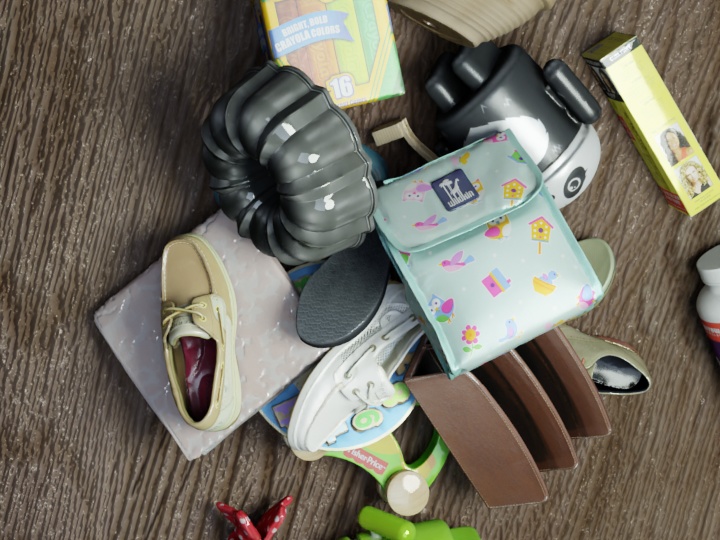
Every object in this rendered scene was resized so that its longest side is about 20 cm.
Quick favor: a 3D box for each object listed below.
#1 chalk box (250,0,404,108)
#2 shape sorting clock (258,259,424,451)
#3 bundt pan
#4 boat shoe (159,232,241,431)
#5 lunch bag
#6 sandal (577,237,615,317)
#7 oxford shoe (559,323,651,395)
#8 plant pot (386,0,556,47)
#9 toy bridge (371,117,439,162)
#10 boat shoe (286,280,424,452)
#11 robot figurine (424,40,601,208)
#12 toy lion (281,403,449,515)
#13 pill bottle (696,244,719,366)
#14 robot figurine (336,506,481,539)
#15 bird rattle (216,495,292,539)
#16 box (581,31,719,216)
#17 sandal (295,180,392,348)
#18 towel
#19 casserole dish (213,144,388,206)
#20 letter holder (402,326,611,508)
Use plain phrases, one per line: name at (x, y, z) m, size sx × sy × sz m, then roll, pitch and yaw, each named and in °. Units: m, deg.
chalk box at (-0.043, -0.263, 1.378) m, size 0.124 × 0.124 × 0.201 m, roll -15°, pitch 104°, yaw -6°
shape sorting clock at (-0.026, 0.087, 1.452) m, size 0.198 × 0.039 × 0.202 m, roll 1°, pitch 83°, yaw -5°
bundt pan at (-0.079, -0.092, 1.325) m, size 0.076 × 0.201 × 0.203 m, roll -33°, pitch 107°, yaw -32°
boat shoe at (-0.162, 0.060, 1.377) m, size 0.074 × 0.066 × 0.201 m, roll -14°, pitch 84°, yaw 14°
lunch bag at (0.114, -0.021, 1.338) m, size 0.169 × 0.122 × 0.201 m, roll -25°, pitch 83°, yaw -2°
sandal at (0.182, 0.021, 1.492) m, size 0.200 × 0.057 × 0.080 m, roll -22°, pitch 61°, yaw -3°
oxford shoe at (0.225, 0.094, 1.521) m, size 0.198 × 0.075 × 0.071 m, roll 9°, pitch 101°, yaw -10°
plant pot at (0.088, -0.280, 1.355) m, size 0.200 × 0.201 × 0.093 m, roll 26°, pitch 94°, yaw -13°
toy bridge at (0.079, -0.067, 1.474) m, size 0.067 × 0.027 × 0.201 m, roll -18°, pitch 102°, yaw 18°
boat shoe at (0.004, 0.104, 1.391) m, size 0.069 × 0.071 × 0.201 m, roll 31°, pitch 79°, yaw 26°
robot figurine at (0.157, -0.149, 1.434) m, size 0.200 × 0.150 × 0.125 m, roll 45°, pitch 79°, yaw -14°
toy lion at (0.018, 0.137, 1.505) m, size 0.199 × 0.069 × 0.192 m, roll 31°, pitch 87°, yaw -10°
pill bottle at (0.442, 0.069, 1.533) m, size 0.112 × 0.112 × 0.201 m, roll -27°, pitch 104°, yaw -3°
robot figurine at (0.040, 0.338, 1.519) m, size 0.198 × 0.116 × 0.177 m, roll -9°, pitch 110°, yaw -7°
bird rattle at (-0.107, 0.348, 1.483) m, size 0.112 × 0.163 × 0.201 m, roll 16°, pitch 108°, yaw -30°
box at (0.313, -0.157, 1.486) m, size 0.050 × 0.075 × 0.201 m, roll -34°, pitch 106°, yaw 1°
sandal at (0.001, 0.000, 1.399) m, size 0.076 × 0.043 × 0.201 m, roll 21°, pitch 61°, yaw 16°
towel at (-0.151, 0.061, 1.425) m, size 0.200 × 0.032 × 0.191 m, roll -38°, pitch 80°, yaw 10°
casserole dish at (-0.060, -0.091, 1.456) m, size 0.199 × 0.039 × 0.122 m, roll 19°, pitch 97°, yaw -12°
letter holder at (0.162, 0.141, 1.453) m, size 0.141 × 0.101 × 0.201 m, roll -12°, pitch 125°, yaw 35°
